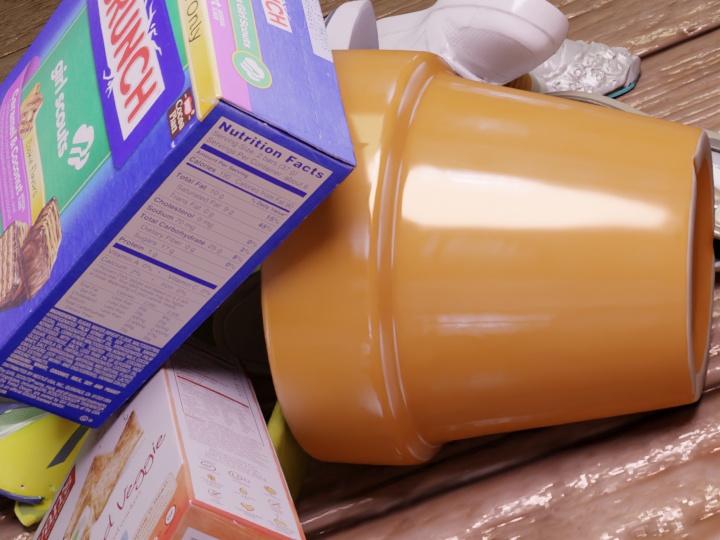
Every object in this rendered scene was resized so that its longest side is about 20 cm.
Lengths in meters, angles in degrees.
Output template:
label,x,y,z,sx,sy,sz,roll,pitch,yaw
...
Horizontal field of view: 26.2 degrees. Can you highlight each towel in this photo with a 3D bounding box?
label,x,y,z,sx,sy,sz,roll,pitch,yaw
towel,-0.024,0.046,0.794,0.018,0.087,0.201,10,43,9

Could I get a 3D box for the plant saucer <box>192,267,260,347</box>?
label,x,y,z,sx,sy,sz,roll,pitch,yaw
plant saucer,-0.078,-0.009,1.085,0.198,0.031,0.200,-20,22,8

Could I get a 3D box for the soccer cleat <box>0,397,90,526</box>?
label,x,y,z,sx,sy,sz,roll,pitch,yaw
soccer cleat,-0.161,0.108,0.890,0.198,0.065,0.084,-8,56,25

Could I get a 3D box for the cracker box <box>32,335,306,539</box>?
label,x,y,z,sx,sy,sz,roll,pitch,yaw
cracker box,-0.093,0.121,0.684,0.135,0.057,0.200,-61,19,10

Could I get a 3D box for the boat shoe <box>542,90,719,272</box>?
label,x,y,z,sx,sy,sz,roll,pitch,yaw
boat shoe,0.137,-0.048,0.859,0.199,0.075,0.068,12,40,37

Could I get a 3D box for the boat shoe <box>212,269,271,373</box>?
label,x,y,z,sx,sy,sz,roll,pitch,yaw
boat shoe,0.000,0.000,0.928,0.199,0.074,0.060,-26,22,-12

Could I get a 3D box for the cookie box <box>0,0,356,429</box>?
label,x,y,z,sx,sy,sz,roll,pitch,yaw
cookie box,-0.101,-0.058,0.700,0.200,0.075,0.172,-44,41,31

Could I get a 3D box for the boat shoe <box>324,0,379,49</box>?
label,x,y,z,sx,sy,sz,roll,pitch,yaw
boat shoe,-0.034,-0.087,0.821,0.065,0.073,0.201,1,35,13

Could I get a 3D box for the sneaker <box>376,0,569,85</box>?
label,x,y,z,sx,sy,sz,roll,pitch,yaw
sneaker,0.043,-0.097,0.910,0.200,0.073,0.116,-6,57,66

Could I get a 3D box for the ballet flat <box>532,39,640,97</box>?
label,x,y,z,sx,sy,sz,roll,pitch,yaw
ballet flat,0.106,-0.138,1.143,0.198,0.072,0.072,-17,23,15

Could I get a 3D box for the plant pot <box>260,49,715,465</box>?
label,x,y,z,sx,sy,sz,roll,pitch,yaw
plant pot,0.072,-0.005,0.737,0.181,0.202,0.201,1,29,18

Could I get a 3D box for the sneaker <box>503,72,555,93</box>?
label,x,y,z,sx,sy,sz,roll,pitch,yaw
sneaker,0.080,-0.068,1.021,0.200,0.088,0.076,-23,42,66
